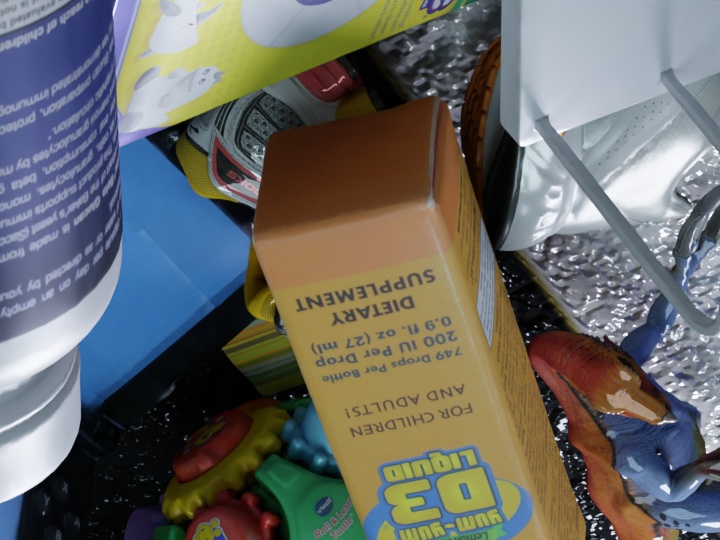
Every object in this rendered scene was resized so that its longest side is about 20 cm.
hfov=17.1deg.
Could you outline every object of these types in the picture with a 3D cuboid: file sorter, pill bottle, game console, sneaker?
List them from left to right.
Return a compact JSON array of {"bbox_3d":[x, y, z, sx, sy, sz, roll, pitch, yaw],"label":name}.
[{"bbox_3d":[-0.119,-0.036,0.637,0.110,0.111,0.201,2,126,2],"label":"pill bottle"},{"bbox_3d":[-0.118,0.032,0.833,0.116,0.177,0.200,-14,144,27],"label":"game console"},{"bbox_3d":[0.000,0.000,0.885,0.082,0.078,0.201,-32,121,3],"label":"sneaker"},{"bbox_3d":[0.098,-0.091,0.808,0.091,0.076,0.201,-3,140,-18],"label":"sneaker"},{"bbox_3d":[0.157,-0.090,0.697,0.199,0.125,0.139,-22,140,-17],"label":"file sorter"}]

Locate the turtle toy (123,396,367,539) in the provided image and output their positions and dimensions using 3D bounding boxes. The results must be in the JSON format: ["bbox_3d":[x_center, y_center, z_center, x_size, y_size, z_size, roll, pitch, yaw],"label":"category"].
[{"bbox_3d":[-0.047,0.119,0.954,0.101,0.200,0.145,50,155,-13],"label":"turtle toy"}]

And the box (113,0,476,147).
[{"bbox_3d":[-0.009,-0.112,0.717,0.199,0.048,0.118,-28,157,-33],"label":"box"}]

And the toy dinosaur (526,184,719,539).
[{"bbox_3d":[0.111,0.076,0.912,0.181,0.105,0.200,16,119,-40],"label":"toy dinosaur"}]

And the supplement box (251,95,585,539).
[{"bbox_3d":[0.024,0.043,0.827,0.066,0.069,0.201,-13,126,12],"label":"supplement box"}]

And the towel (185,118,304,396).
[{"bbox_3d":[-0.048,-0.029,0.913,0.086,0.018,0.200,-20,131,19],"label":"towel"}]
